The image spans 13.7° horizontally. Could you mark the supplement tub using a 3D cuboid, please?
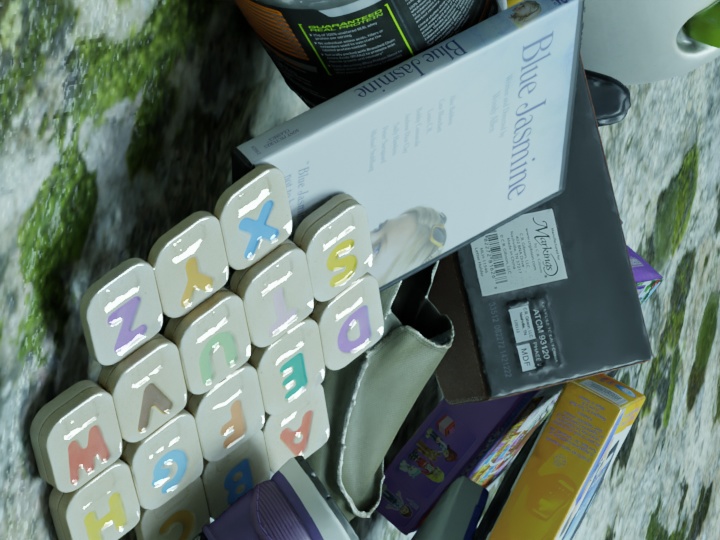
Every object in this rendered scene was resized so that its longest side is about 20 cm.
[{"bbox_3d":[-0.007,-0.156,1.417,0.200,0.122,0.123,57,48,-65],"label":"supplement tub"}]

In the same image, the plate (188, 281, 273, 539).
[{"bbox_3d":[-0.059,0.079,1.547,0.200,0.032,0.200,-45,142,-59],"label":"plate"}]

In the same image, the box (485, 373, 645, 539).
[{"bbox_3d":[0.100,0.156,1.741,0.200,0.041,0.119,-65,170,6],"label":"box"}]

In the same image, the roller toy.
[{"bbox_3d":[0.150,-0.215,1.745,0.140,0.200,0.183,71,17,-54],"label":"roller toy"}]

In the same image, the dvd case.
[{"bbox_3d":[0.024,-0.048,1.452,0.200,0.018,0.143,-29,145,-24],"label":"dvd case"}]

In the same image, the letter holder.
[{"bbox_3d":[0.069,-0.032,1.667,0.142,0.101,0.200,165,-88,-71],"label":"letter holder"}]

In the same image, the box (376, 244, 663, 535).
[{"bbox_3d":[0.096,0.070,1.838,0.200,0.039,0.137,-51,167,14],"label":"box"}]

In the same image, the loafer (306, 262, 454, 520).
[{"bbox_3d":[0.009,0.042,1.562,0.075,0.070,0.200,-29,127,-66],"label":"loafer"}]

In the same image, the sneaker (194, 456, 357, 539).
[{"bbox_3d":[-0.030,0.179,1.487,0.088,0.076,0.200,-32,132,-7],"label":"sneaker"}]

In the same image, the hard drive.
[{"bbox_3d":[0.014,0.222,1.731,0.132,0.025,0.200,-56,-175,35],"label":"hard drive"}]

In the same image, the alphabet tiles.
[{"bbox_3d":[-0.068,0.049,1.401,0.200,0.015,0.196,-37,142,-26],"label":"alphabet tiles"}]

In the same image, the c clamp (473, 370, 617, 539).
[{"bbox_3d":[0.104,0.128,1.862,0.200,0.027,0.171,-45,162,-45],"label":"c clamp"}]

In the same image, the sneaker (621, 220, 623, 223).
[{"bbox_3d":[0.066,-0.013,1.814,0.200,0.088,0.076,-30,168,-43],"label":"sneaker"}]

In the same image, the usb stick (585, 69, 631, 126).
[{"bbox_3d":[0.112,-0.098,1.778,0.200,0.055,0.033,177,-81,-80],"label":"usb stick"}]
